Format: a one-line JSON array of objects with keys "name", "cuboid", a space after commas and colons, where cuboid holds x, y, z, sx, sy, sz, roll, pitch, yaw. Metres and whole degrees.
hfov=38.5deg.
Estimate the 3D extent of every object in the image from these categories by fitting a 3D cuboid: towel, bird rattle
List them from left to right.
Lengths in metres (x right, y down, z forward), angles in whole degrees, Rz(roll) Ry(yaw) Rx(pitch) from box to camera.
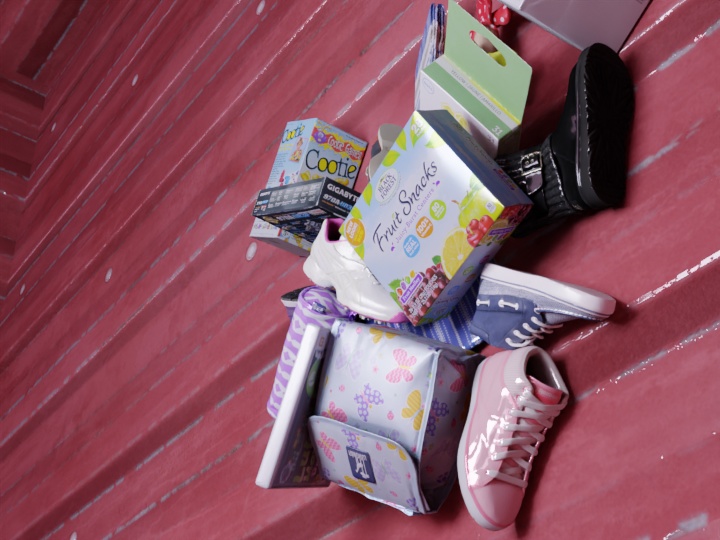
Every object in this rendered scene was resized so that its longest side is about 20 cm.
[{"name": "towel", "cuboid": [0.100, -0.267, 1.487, 0.147, 0.024, 0.200, 105, 170, -57]}, {"name": "towel", "cuboid": [0.095, 0.054, 1.293, 0.200, 0.024, 0.145, -39, 49, 24]}, {"name": "bird rattle", "cuboid": [0.152, -0.287, 1.400, 0.163, 0.113, 0.200, 121, 156, -48]}]

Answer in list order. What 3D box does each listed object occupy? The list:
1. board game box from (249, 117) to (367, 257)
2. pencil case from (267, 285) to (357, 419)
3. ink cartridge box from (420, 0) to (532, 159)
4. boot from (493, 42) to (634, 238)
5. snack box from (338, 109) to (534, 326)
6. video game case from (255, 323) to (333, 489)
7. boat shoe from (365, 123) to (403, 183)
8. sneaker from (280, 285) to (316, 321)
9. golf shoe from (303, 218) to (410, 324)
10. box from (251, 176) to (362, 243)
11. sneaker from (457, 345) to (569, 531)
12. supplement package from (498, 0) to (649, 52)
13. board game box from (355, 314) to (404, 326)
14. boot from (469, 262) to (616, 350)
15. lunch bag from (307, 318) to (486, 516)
[{"name": "board game box", "cuboid": [-0.084, -0.130, 1.658, 0.105, 0.103, 0.200, 7, 77, 59]}, {"name": "pencil case", "cuboid": [-0.063, 0.117, 1.380, 0.084, 0.085, 0.200, -53, -16, -63]}, {"name": "ink cartridge box", "cuboid": [0.135, -0.212, 1.251, 0.048, 0.200, 0.146, -38, 67, -14]}, {"name": "boot", "cuboid": [0.229, -0.150, 1.202, 0.158, 0.079, 0.211, -17, 57, 53]}, {"name": "snack box", "cuboid": [0.084, -0.063, 1.229, 0.169, 0.068, 0.200, 52, 127, 24]}, {"name": "video game case", "cuboid": [-0.051, 0.174, 1.285, 0.023, 0.182, 0.200, 17, 86, 24]}, {"name": "boat shoe", "cuboid": [0.040, -0.141, 1.480, 0.200, 0.071, 0.063, -87, 15, -56]}, {"name": "sneaker", "cuboid": [-0.049, 0.078, 1.501, 0.200, 0.076, 0.088, 17, 124, 68]}, {"name": "golf shoe", "cuboid": [0.000, 0.000, 1.320, 0.200, 0.075, 0.092, 33, 118, 41]}, {"name": "box", "cuboid": [-0.044, -0.077, 1.506, 0.200, 0.159, 0.046, -4, 67, 58]}, {"name": "sneaker", "cuboid": [0.165, 0.171, 1.097, 0.105, 0.075, 0.200, -33, 40, 51]}, {"name": "supplement package", "cuboid": [0.267, -0.375, 1.211, 0.200, 0.156, 0.111, -59, 32, 15]}, {"name": "board game box", "cuboid": [0.016, 0.149, 1.388, 0.135, 0.035, 0.200, -1, 70, 57]}, {"name": "boot", "cuboid": [0.198, 0.052, 1.139, 0.200, 0.073, 0.090, 19, 96, 61]}, {"name": "lunch bag", "cuboid": [0.035, 0.173, 1.215, 0.170, 0.127, 0.200, 15, 94, 39]}]
